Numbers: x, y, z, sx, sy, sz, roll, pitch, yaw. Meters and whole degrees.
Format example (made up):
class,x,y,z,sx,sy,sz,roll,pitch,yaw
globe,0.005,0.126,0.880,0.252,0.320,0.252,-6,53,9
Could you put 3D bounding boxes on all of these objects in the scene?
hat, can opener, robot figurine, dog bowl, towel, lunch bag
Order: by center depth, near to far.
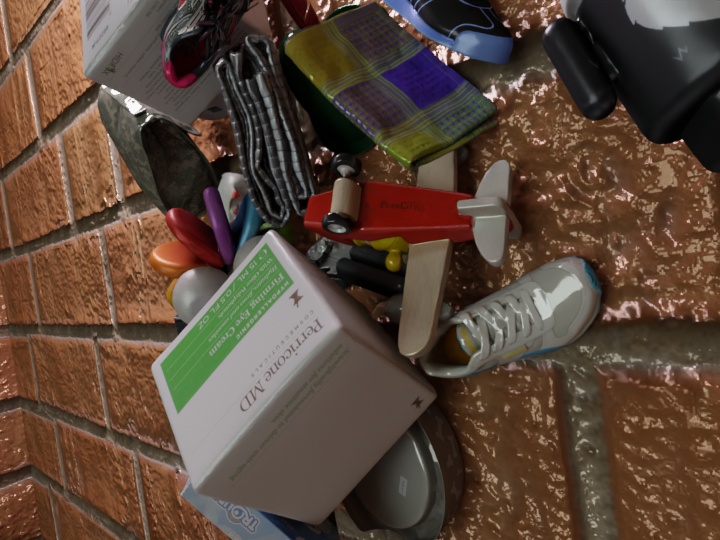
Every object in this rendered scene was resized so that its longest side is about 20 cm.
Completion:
class,x,y,z,sx,sy,sz,roll,pitch,yaw
robot figurine,0.220,-0.173,0.402,0.204,0.147,0.125,64,147,16
towel,0.029,-0.190,0.584,0.201,0.142,0.023,49,150,19
hat,-0.075,-0.234,0.670,0.164,0.173,0.206,-24,80,44
towel,-0.116,-0.171,0.710,0.166,0.083,0.205,-109,2,-68
dog bowl,0.042,0.233,0.719,0.197,0.058,0.207,12,107,45
can opener,0.000,0.000,0.737,0.197,0.053,0.067,14,142,47
lunch bag,-0.320,-0.196,0.937,0.163,0.117,0.202,39,159,35

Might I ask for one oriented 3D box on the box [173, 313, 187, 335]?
class,x,y,z,sx,sy,sz,roll,pitch,yaw
box,-0.157,0.151,0.841,0.187,0.048,0.206,0,113,17

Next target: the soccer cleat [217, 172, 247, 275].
class,x,y,z,sx,sy,sz,roll,pitch,yaw
soccer cleat,-0.207,-0.053,0.934,0.077,0.068,0.206,35,118,48

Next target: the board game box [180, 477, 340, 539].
class,x,y,z,sx,sy,sz,roll,pitch,yaw
board game box,-0.105,0.270,0.683,0.199,0.044,0.199,44,176,-6

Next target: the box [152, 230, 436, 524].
class,x,y,z,sx,sy,sz,roll,pitch,yaw
box,-0.068,0.117,0.617,0.199,0.199,0.172,-46,47,3

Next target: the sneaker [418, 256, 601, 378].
class,x,y,z,sx,sy,sz,roll,pitch,yaw
sneaker,0.139,0.055,0.565,0.199,0.079,0.078,-40,67,42

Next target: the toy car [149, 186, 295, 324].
class,x,y,z,sx,sy,sz,roll,pitch,yaw
toy car,-0.189,-0.035,0.798,0.153,0.196,0.175,67,174,-28

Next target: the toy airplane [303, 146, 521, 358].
class,x,y,z,sx,sy,sz,roll,pitch,yaw
toy airplane,0.065,-0.046,0.596,0.200,0.198,0.142,50,174,21

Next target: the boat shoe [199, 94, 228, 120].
class,x,y,z,sx,sy,sz,roll,pitch,yaw
boat shoe,-0.234,-0.281,0.916,0.197,0.071,0.068,7,83,52

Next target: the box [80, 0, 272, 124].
class,x,y,z,sx,sy,sz,roll,pitch,yaw
box,-0.252,-0.356,0.793,0.198,0.169,0.204,-31,61,30

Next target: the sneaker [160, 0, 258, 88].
class,x,y,z,sx,sy,sz,roll,pitch,yaw
sneaker,-0.159,-0.291,0.654,0.201,0.079,0.076,-50,36,30

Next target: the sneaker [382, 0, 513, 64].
class,x,y,z,sx,sy,sz,roll,pitch,yaw
sneaker,0.081,-0.276,0.574,0.200,0.069,0.079,48,133,30
